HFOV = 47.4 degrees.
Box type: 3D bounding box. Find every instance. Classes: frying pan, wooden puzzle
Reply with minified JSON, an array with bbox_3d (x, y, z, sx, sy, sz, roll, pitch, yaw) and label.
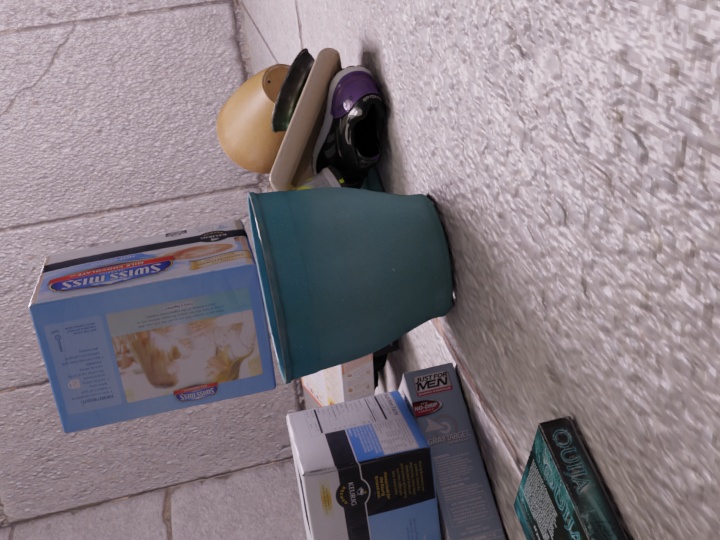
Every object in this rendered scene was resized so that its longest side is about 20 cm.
[{"bbox_3d":[-0.086,-0.221,1.096,0.190,0.031,0.116,99,-165,-76],"label":"frying pan"},{"bbox_3d":[-0.068,-0.185,1.082,0.200,0.037,0.186,7,-75,-85],"label":"wooden puzzle"}]

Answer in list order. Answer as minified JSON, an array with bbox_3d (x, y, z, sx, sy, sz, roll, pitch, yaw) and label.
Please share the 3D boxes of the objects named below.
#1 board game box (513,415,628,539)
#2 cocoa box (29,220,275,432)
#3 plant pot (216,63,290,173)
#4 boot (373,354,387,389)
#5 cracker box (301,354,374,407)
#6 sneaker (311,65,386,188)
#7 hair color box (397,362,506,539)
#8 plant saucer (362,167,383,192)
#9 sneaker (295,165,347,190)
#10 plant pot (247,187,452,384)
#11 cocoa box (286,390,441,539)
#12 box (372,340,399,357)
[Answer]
[{"bbox_3d":[0.162,0.223,0.573,0.136,0.028,0.201,90,166,-50],"label":"board game box"},{"bbox_3d":[-0.192,0.049,0.783,0.131,0.199,0.134,-124,25,-66],"label":"cocoa box"},{"bbox_3d":[-0.175,-0.315,1.617,0.200,0.185,0.188,141,118,-64],"label":"plant pot"},{"bbox_3d":[0.001,0.143,1.343,0.199,0.073,0.163,-117,15,-51],"label":"boot"},{"bbox_3d":[-0.038,0.132,1.203,0.134,0.057,0.201,44,150,39],"label":"cracker box"},{"bbox_3d":[-0.012,-0.148,1.033,0.201,0.075,0.088,98,154,-45],"label":"sneaker"},{"bbox_3d":[0.094,0.213,0.889,0.099,0.060,0.201,100,157,-65],"label":"hair color box"},{"bbox_3d":[0.019,-0.094,1.115,0.070,0.019,0.201,92,165,-54],"label":"plant saucer"},{"bbox_3d":[-0.075,-0.064,1.083,0.076,0.076,0.200,56,154,20],"label":"sneaker"},{"bbox_3d":[-0.010,0.000,0.866,0.200,0.187,0.201,168,90,-80],"label":"plant pot"},{"bbox_3d":[0.007,0.252,0.864,0.133,0.130,0.201,-125,26,-69],"label":"cocoa box"},{"bbox_3d":[0.000,0.000,1.186,0.159,0.048,0.201,-116,13,-62],"label":"box"}]
